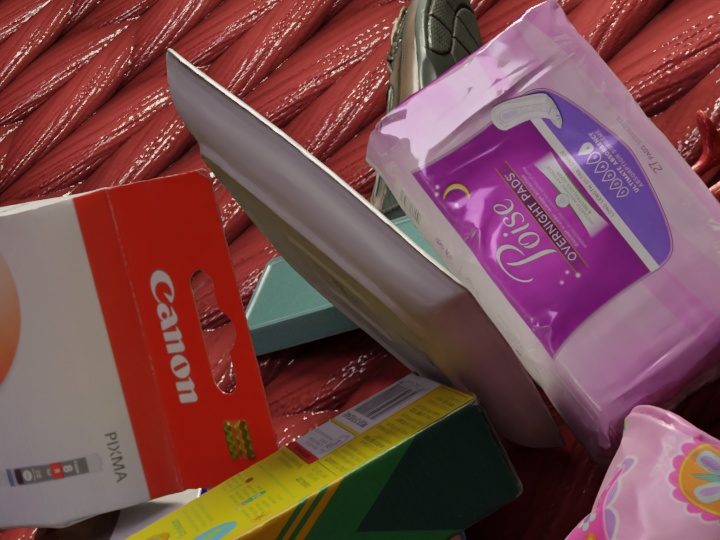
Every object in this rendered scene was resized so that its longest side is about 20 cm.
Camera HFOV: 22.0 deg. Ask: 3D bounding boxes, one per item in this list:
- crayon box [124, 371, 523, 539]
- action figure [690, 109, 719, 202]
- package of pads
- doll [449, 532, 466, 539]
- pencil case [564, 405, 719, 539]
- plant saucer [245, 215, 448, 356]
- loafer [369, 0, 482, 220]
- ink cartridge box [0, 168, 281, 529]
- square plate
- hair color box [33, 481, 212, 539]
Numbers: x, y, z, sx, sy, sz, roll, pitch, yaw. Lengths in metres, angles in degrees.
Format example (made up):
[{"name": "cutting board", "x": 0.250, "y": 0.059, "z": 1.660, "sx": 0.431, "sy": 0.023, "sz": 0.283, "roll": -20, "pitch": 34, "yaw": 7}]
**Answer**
[{"name": "crayon box", "x": -0.036, "y": 0.120, "z": 0.828, "sx": 0.199, "sy": 0.051, "sz": 0.127, "roll": -29, "pitch": 7, "yaw": -9}, {"name": "action figure", "x": 0.116, "y": -0.008, "z": 0.967, "sx": 0.200, "sy": 0.052, "sz": 0.065, "roll": -41, "pitch": 30, "yaw": -2}, {"name": "package of pads", "x": 0.105, "y": -0.017, "z": 0.894, "sx": 0.120, "sy": 0.076, "sz": 0.201, "roll": -36, "pitch": 74, "yaw": -5}, {"name": "doll", "x": 0.007, "y": 0.171, "z": 0.835, "sx": 0.137, "sy": 0.048, "sz": 0.201, "roll": -51, "pitch": 10, "yaw": 37}, {"name": "pencil case", "x": 0.102, "y": 0.156, "z": 0.760, "sx": 0.087, "sy": 0.087, "sz": 0.201, "roll": 17, "pitch": 69, "yaw": 46}, {"name": "plant saucer", "x": 0.005, "y": 0.001, "z": 1.034, "sx": 0.199, "sy": 0.019, "sz": 0.070, "roll": -18, "pitch": 39, "yaw": 44}, {"name": "loafer", "x": 0.034, "y": -0.103, "z": 1.117, "sx": 0.062, "sy": 0.072, "sz": 0.201, "roll": -22, "pitch": 41, "yaw": 26}, {"name": "ink cartridge box", "x": -0.144, "y": 0.045, "z": 0.923, "sx": 0.198, "sy": 0.164, "sz": 0.050, "roll": -8, "pitch": 10, "yaw": 36}, {"name": "square plate", "x": 0.000, "y": 0.000, "z": 0.871, "sx": 0.028, "sy": 0.200, "sz": 0.198, "roll": -47, "pitch": 60, "yaw": -6}, {"name": "hair color box", "x": -0.118, "y": 0.169, "z": 0.951, "sx": 0.108, "sy": 0.065, "sz": 0.201, "roll": -16, "pitch": 40, "yaw": 25}]
